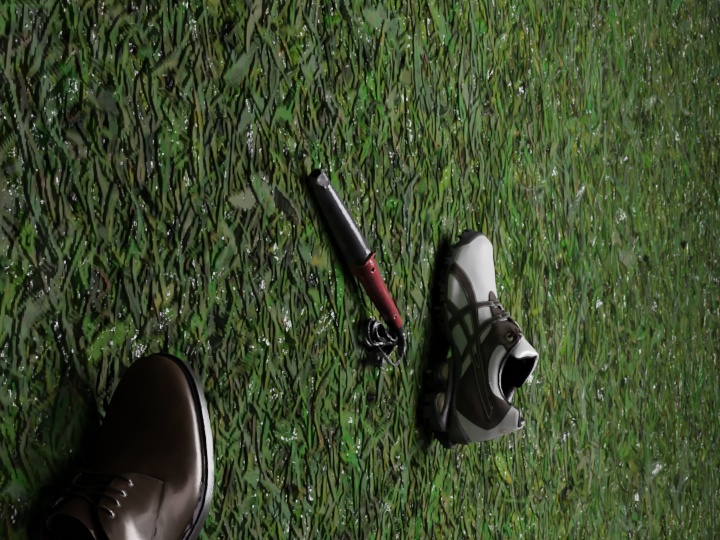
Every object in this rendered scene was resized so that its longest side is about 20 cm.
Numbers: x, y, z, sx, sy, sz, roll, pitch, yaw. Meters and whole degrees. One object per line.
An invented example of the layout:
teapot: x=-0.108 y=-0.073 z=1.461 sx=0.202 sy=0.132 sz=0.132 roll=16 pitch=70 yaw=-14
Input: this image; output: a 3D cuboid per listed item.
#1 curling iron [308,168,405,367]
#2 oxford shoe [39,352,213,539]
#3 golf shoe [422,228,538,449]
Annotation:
curling iron: x=0.000 y=0.000 z=1.497 sx=0.050 sy=0.025 sz=0.201 roll=-75 pitch=153 yaw=-45
oxford shoe: x=-0.131 y=0.129 z=1.077 sx=0.085 sy=0.072 sz=0.202 roll=54 pitch=40 yaw=-53
golf shoe: x=0.112 y=0.058 z=1.701 sx=0.078 sy=0.094 sz=0.202 roll=51 pitch=41 yaw=-56
